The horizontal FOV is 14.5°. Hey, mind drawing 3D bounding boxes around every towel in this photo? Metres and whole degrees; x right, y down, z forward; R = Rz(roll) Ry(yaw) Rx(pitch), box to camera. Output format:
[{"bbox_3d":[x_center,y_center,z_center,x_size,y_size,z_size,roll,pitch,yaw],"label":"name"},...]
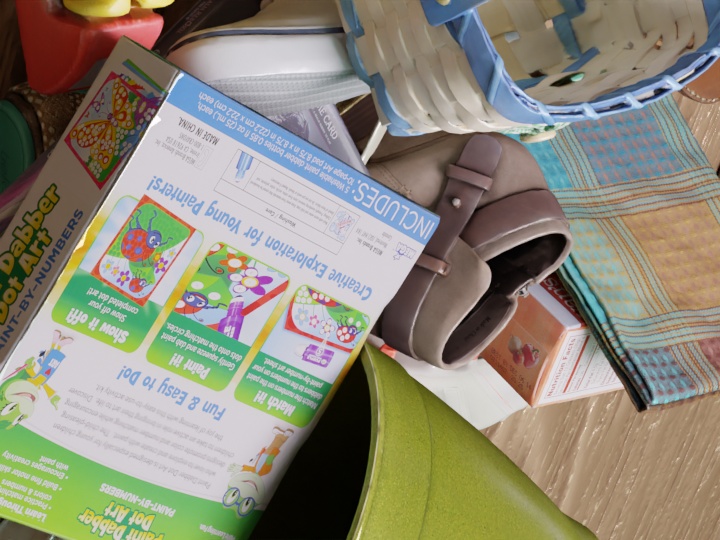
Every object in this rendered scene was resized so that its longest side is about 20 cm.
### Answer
[{"bbox_3d":[0.148,-0.023,1.467,0.146,0.200,0.022,-11,152,-40],"label":"towel"}]

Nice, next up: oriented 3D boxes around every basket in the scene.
[{"bbox_3d":[0.096,-0.135,1.158,0.176,0.139,0.200,-22,176,-38],"label":"basket"}]

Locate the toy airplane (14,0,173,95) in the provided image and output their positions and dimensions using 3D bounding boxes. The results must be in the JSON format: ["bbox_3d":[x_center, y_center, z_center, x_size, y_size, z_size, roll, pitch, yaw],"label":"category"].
[{"bbox_3d":[-0.088,-0.173,1.121,0.200,0.141,0.199,-43,144,-3],"label":"toy airplane"}]

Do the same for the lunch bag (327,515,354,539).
[{"bbox_3d":[-0.041,0.166,1.500,0.200,0.151,0.094,-30,102,-9],"label":"lunch bag"}]

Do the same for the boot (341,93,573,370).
[{"bbox_3d":[0.000,0.000,1.376,0.200,0.146,0.070,-44,145,-3],"label":"boot"}]

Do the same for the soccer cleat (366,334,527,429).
[{"bbox_3d":[0.039,0.059,1.547,0.200,0.069,0.078,1,127,-50],"label":"soccer cleat"}]

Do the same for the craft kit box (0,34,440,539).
[{"bbox_3d":[-0.079,0.025,1.196,0.200,0.048,0.198,29,91,-52],"label":"craft kit box"}]

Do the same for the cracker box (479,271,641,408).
[{"bbox_3d":[0.130,0.000,1.521,0.200,0.134,0.058,-8,132,-40],"label":"cracker box"}]

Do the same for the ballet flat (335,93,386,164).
[{"bbox_3d":[-0.037,-0.057,1.344,0.200,0.065,0.071,-48,171,5],"label":"ballet flat"}]

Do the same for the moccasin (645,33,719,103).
[{"bbox_3d":[0.181,-0.158,1.465,0.074,0.078,0.202,-31,142,-20],"label":"moccasin"}]

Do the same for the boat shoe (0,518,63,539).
[{"bbox_3d":[-0.108,0.107,1.424,0.202,0.086,0.075,-40,144,-8],"label":"boat shoe"}]

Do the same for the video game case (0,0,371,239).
[{"bbox_3d":[-0.082,-0.021,1.251,0.200,0.019,0.143,-47,130,-25],"label":"video game case"}]

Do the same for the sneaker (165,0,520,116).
[{"bbox_3d":[-0.010,-0.114,1.249,0.200,0.071,0.073,-13,173,-41],"label":"sneaker"}]

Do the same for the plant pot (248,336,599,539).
[{"bbox_3d":[0.012,0.147,1.343,0.193,0.200,0.201,29,103,-32],"label":"plant pot"}]

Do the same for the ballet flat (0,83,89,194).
[{"bbox_3d":[-0.136,0.001,1.291,0.065,0.071,0.200,-14,135,-29],"label":"ballet flat"}]

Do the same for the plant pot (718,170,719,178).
[{"bbox_3d":[0.335,-0.028,1.672,0.200,0.174,0.200,-26,139,-25],"label":"plant pot"}]
